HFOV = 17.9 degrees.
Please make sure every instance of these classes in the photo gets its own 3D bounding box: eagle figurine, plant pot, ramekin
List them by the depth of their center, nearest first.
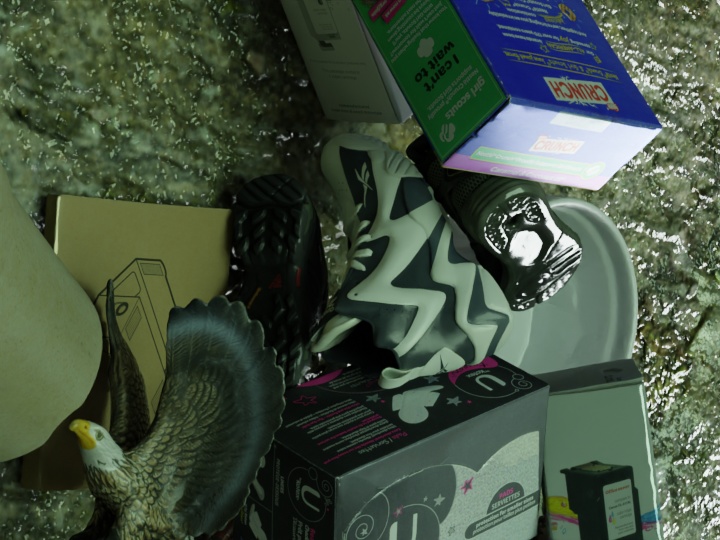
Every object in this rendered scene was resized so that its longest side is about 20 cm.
[{"bbox_3d":[-0.256,0.021,1.376,0.201,0.200,0.184,-64,145,-19],"label":"plant pot"},{"bbox_3d":[-0.141,0.116,1.465,0.200,0.152,0.151,-62,176,-23],"label":"eagle figurine"},{"bbox_3d":[0.120,0.037,1.816,0.200,0.105,0.201,-8,101,-45],"label":"ramekin"}]

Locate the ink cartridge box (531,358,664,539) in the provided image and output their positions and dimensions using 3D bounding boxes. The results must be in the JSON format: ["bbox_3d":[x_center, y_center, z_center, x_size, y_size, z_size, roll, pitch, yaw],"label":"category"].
[{"bbox_3d":[0.177,0.175,1.692,0.146,0.083,0.200,-44,126,-85],"label":"ink cartridge box"}]

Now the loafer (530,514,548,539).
[{"bbox_3d":[0.129,0.285,1.823,0.200,0.067,0.076,-63,179,31],"label":"loafer"}]

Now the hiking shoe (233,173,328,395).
[{"bbox_3d":[-0.053,0.037,1.643,0.101,0.076,0.200,32,65,-64],"label":"hiking shoe"}]

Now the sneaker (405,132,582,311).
[{"bbox_3d":[0.097,-0.046,1.658,0.076,0.114,0.199,-35,151,3],"label":"sneaker"}]

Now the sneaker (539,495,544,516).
[{"bbox_3d":[0.181,0.135,1.900,0.076,0.075,0.200,12,84,-75],"label":"sneaker"}]

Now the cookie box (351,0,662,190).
[{"bbox_3d":[0.090,-0.159,1.579,0.171,0.075,0.200,7,46,-46],"label":"cookie box"}]

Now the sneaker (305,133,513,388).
[{"bbox_3d":[0.000,0.000,1.598,0.129,0.080,0.199,-27,73,-24],"label":"sneaker"}]

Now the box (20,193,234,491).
[{"bbox_3d":[-0.159,0.052,1.583,0.163,0.021,0.200,4,93,-48],"label":"box"}]

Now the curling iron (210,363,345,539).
[{"bbox_3d":[-0.063,0.146,1.698,0.200,0.026,0.050,-62,154,-27],"label":"curling iron"}]

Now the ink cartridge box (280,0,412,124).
[{"bbox_3d":[0.013,-0.230,1.685,0.146,0.083,0.200,-42,123,-35],"label":"ink cartridge box"}]

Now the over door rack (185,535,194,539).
[{"bbox_3d":[-0.159,0.240,1.562,0.200,0.067,0.148,-18,109,-38],"label":"over door rack"}]

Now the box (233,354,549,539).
[{"bbox_3d":[0.023,0.145,1.594,0.200,0.115,0.132,-19,123,-36],"label":"box"}]
